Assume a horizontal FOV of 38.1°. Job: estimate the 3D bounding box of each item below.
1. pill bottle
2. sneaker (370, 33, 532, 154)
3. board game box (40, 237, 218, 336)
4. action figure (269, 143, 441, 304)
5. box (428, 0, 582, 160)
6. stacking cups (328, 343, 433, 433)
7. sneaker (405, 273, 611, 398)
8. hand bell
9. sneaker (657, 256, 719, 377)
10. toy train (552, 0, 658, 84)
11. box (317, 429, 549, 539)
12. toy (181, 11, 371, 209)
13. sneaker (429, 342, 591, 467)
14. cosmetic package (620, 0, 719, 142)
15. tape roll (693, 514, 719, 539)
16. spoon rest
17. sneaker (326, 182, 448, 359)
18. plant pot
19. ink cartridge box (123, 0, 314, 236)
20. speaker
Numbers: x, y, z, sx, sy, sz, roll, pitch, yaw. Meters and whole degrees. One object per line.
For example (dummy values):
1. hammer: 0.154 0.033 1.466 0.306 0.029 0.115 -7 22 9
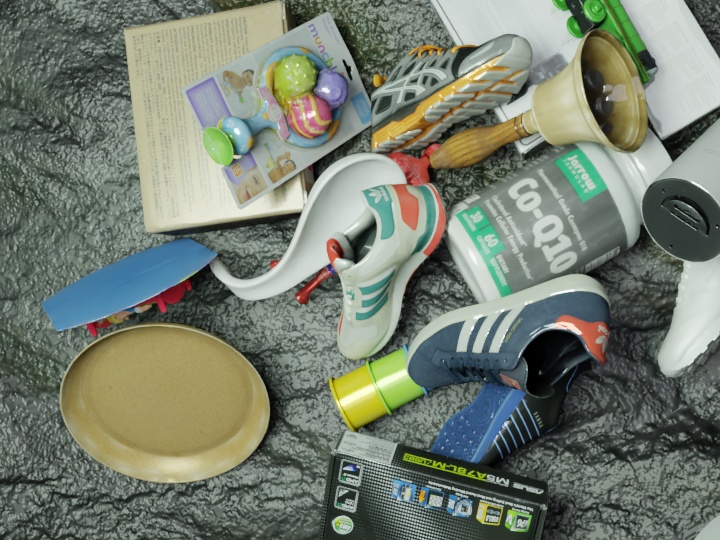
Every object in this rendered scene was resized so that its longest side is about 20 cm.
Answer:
1. pill bottle: 0.180 -0.049 0.942 0.199 0.113 0.114 -30 84 -1
2. sneaker: 0.071 -0.172 0.947 0.199 0.078 0.078 -23 74 46
3. board game box: -0.211 0.025 0.976 0.157 0.200 0.039 -26 108 -18
4. action figure: 0.004 -0.053 1.007 0.199 0.052 0.066 -40 87 7
5. box: 0.150 -0.219 0.982 0.116 0.060 0.201 -32 84 7
6. stacking cups: 0.068 0.082 0.992 0.198 0.060 0.061 -29 85 4
7. sneaker: 0.121 0.075 0.887 0.199 0.075 0.085 -27 44 32
8. hand bell: 0.139 -0.126 0.916 0.199 0.103 0.106 -16 85 44
9. sneaker: 0.323 0.005 0.950 0.080 0.076 0.201 35 87 17
10. toy train: 0.204 -0.245 0.928 0.056 0.042 0.202 -24 83 -27
11. box: 0.058 0.260 0.959 0.197 0.048 0.195 14 112 8
12. toy: -0.057 -0.152 0.943 0.199 0.047 0.116 -37 109 -36
13. sneaker: 0.138 0.145 0.972 0.077 0.070 0.201 23 112 -25
14. cosmetic package: 0.262 -0.225 0.969 0.082 0.051 0.202 -30 84 11
15. tape roll: 0.386 0.309 0.928 0.200 0.071 0.205 0 88 9
16. spoon rest: -0.043 -0.034 0.951 0.199 0.099 0.061 -34 49 9
17. sneaker: 0.000 0.000 0.947 0.201 0.092 0.071 -62 38 35
18. plant pot: -0.185 0.124 0.996 0.197 0.028 0.202 -1 125 -2
19. ink cartridge box: -0.134 -0.144 1.018 0.162 0.075 0.203 -7 87 7
20. speaker: 0.322 -0.091 0.888 0.081 0.081 0.200 46 57 7
